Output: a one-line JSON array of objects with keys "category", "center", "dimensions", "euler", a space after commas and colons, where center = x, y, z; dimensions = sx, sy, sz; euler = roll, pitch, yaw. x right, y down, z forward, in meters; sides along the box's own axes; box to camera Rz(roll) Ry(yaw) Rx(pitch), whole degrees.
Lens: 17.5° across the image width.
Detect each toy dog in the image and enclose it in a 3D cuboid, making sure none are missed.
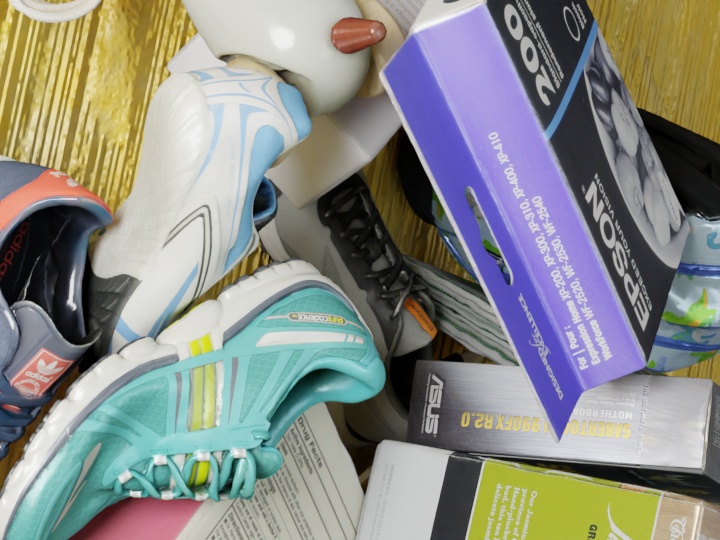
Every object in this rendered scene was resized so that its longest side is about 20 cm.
[{"category": "toy dog", "center": [-0.054, -0.140, 1.032], "dimensions": [0.199, 0.096, 0.132], "euler": [34, 61, -17]}]

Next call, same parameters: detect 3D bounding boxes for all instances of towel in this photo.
[{"category": "towel", "center": [0.113, 0.049, 1.313], "dimensions": [0.199, 0.149, 0.031], "euler": [22, 97, -45]}]

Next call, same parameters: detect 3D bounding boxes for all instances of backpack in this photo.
[{"category": "backpack", "center": [0.139, -0.031, 1.312], "dimensions": [0.163, 0.199, 0.155], "euler": [-11, 106, -54]}]

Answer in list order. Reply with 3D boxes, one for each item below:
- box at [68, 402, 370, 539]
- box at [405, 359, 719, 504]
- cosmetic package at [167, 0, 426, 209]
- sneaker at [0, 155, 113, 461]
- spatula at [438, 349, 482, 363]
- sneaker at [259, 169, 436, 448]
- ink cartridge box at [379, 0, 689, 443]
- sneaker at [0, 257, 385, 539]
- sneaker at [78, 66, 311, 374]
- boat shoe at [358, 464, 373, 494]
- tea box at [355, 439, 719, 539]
[{"category": "box", "center": [-0.095, 0.149, 1.088], "dimensions": [0.200, 0.108, 0.128], "euler": [-53, 136, -36]}, {"category": "box", "center": [0.132, 0.093, 1.231], "dimensions": [0.200, 0.157, 0.049], "euler": [31, 65, -65]}, {"category": "cosmetic package", "center": [0.005, -0.135, 1.176], "dimensions": [0.102, 0.071, 0.200], "euler": [47, 51, -8]}, {"category": "sneaker", "center": [-0.159, 0.049, 0.998], "dimensions": [0.075, 0.084, 0.202], "euler": [23, 78, -54]}, {"category": "spatula", "center": [0.062, 0.049, 1.372], "dimensions": [0.200, 0.020, 0.057], "euler": [-30, 120, -48]}, {"category": "sneaker", "center": [0.000, 0.000, 1.221], "dimensions": [0.074, 0.079, 0.201], "euler": [-37, 120, -45]}, {"category": "ink cartridge box", "center": [0.089, -0.053, 1.107], "dimensions": [0.199, 0.043, 0.200], "euler": [63, 27, -20]}, {"category": "sneaker", "center": [-0.074, 0.068, 1.012], "dimensions": [0.199, 0.080, 0.078], "euler": [-34, 162, -25]}, {"category": "sneaker", "center": [-0.080, -0.010, 1.034], "dimensions": [0.072, 0.200, 0.072], "euler": [5, 50, -25]}, {"category": "boat shoe", "center": [-0.024, 0.165, 1.227], "dimensions": [0.200, 0.069, 0.071], "euler": [-47, 113, -26]}, {"category": "tea box", "center": [0.125, 0.175, 1.125], "dimensions": [0.199, 0.196, 0.135], "euler": [20, 81, -48]}]
